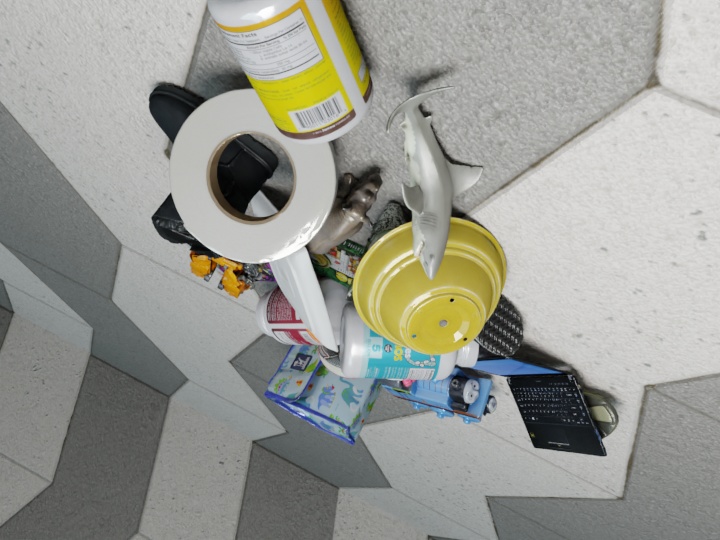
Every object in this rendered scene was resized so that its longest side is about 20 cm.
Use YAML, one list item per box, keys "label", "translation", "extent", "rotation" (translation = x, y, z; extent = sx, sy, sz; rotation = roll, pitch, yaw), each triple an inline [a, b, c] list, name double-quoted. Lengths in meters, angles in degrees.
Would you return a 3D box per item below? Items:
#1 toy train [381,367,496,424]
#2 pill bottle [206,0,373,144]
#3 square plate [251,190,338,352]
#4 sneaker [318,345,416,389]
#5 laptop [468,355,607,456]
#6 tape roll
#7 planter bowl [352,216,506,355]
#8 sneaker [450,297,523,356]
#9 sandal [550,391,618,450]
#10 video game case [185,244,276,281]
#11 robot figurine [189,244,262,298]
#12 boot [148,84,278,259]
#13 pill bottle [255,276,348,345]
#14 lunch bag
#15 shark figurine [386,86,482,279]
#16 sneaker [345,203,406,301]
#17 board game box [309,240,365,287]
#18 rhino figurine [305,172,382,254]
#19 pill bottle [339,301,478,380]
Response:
- label: "toy train"
  translation: [0.138, 0.206, 1.244]
  extent: [0.198, 0.087, 0.114]
  rotation: [9, 158, 38]
- label: "pill bottle"
  translation: [-0.067, -0.220, 0.650]
  extent: [0.108, 0.110, 0.201]
  rotation: [13, 150, 31]
- label: "square plate"
  translation: [-0.103, -0.001, 1.039]
  extent: [0.200, 0.028, 0.199]
  rotation: [49, 160, 47]
- label: "sneaker"
  translation: [0.010, 0.133, 1.187]
  extent: [0.198, 0.081, 0.075]
  rotation: [4, 133, 37]
- label: "laptop"
  translation: [0.251, 0.208, 1.094]
  extent: [0.202, 0.103, 0.177]
  rotation: [68, 156, -1]
- label: "tape roll"
  translation: [-0.125, -0.110, 0.837]
  extent: [0.202, 0.204, 0.037]
  rotation: [31, -167, -4]
- label: "planter bowl"
  translation: [0.093, 0.042, 0.869]
  extent: [0.198, 0.084, 0.202]
  rotation: [-5, 127, -6]
- label: "sneaker"
  translation: [0.142, 0.047, 1.000]
  extent: [0.199, 0.070, 0.090]
  rotation: [33, 177, -18]
- label: "sandal"
  translation: [0.340, 0.232, 1.130]
  extent: [0.080, 0.057, 0.201]
  rotation: [64, 156, 12]
- label: "video game case"
  translation: [-0.234, -0.046, 1.245]
  extent: [0.199, 0.036, 0.181]
  rotation: [2, 145, 45]
- label: "robot figurine"
  translation: [-0.228, -0.019, 1.176]
  extent: [0.144, 0.059, 0.200]
  rotation: [30, 156, -5]
- label: "boot"
  translation: [-0.226, -0.127, 0.927]
  extent: [0.199, 0.169, 0.076]
  rotation: [33, 155, -8]
- label: "pill bottle"
  translation: [-0.096, 0.071, 1.226]
  extent: [0.113, 0.114, 0.199]
  rotation: [43, 152, -28]
- label: "lunch bag"
  translation: [-0.066, 0.213, 1.391]
  extent: [0.198, 0.171, 0.128]
  rotation: [22, 155, 20]
- label: "shark figurine"
  translation: [0.085, -0.114, 0.759]
  extent: [0.088, 0.129, 0.216]
  rotation: [-4, 128, 10]
- label: "sneaker"
  translation: [0.030, -0.018, 0.960]
  extent: [0.076, 0.089, 0.200]
  rotation: [10, 149, -14]
- label: "board game box"
  translation: [0.000, 0.000, 1.089]
  extent: [0.198, 0.024, 0.105]
  rotation: [26, 152, 9]
- label: "rhino figurine"
  translation: [-0.022, -0.073, 0.906]
  extent: [0.060, 0.088, 0.200]
  rotation: [36, 155, -16]
- label: "pill bottle"
  translation: [0.071, 0.105, 1.053]
  extent: [0.197, 0.112, 0.111]
  rotation: [2, 156, -7]
